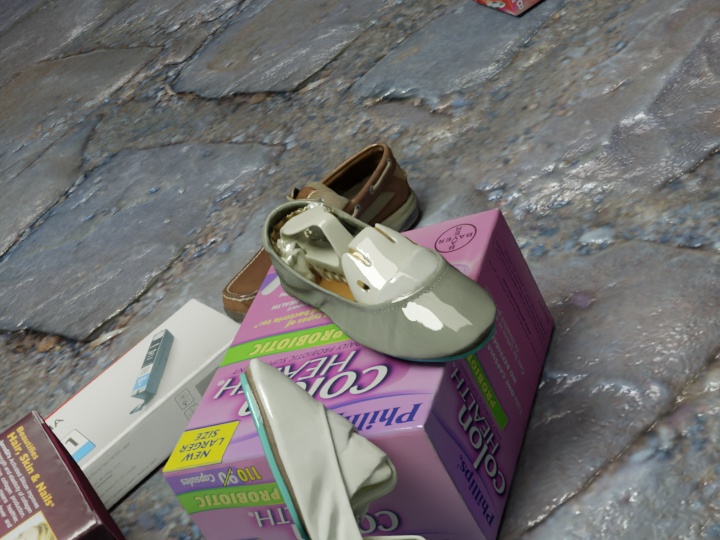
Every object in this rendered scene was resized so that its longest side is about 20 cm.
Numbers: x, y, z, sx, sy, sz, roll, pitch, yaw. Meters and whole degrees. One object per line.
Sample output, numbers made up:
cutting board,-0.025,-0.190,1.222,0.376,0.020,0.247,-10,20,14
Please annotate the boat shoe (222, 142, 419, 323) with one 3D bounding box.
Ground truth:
boat shoe,-0.036,-0.032,1.058,0.075,0.072,0.200,9,38,40

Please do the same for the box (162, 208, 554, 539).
box,0.006,0.074,0.845,0.174,0.097,0.201,-13,33,29

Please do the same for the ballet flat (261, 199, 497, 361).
ballet flat,0.000,0.000,0.800,0.067,0.064,0.199,-39,29,-18

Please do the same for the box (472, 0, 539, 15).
box,0.190,-0.346,1.361,0.199,0.096,0.100,-35,28,-9

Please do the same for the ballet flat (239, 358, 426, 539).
ballet flat,-0.001,0.132,0.699,0.069,0.202,0.070,-19,-16,-5

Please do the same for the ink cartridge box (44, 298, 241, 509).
ink cartridge box,-0.188,0.099,1.049,0.200,0.045,0.176,-41,30,-20

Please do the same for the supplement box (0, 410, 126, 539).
supplement box,-0.246,0.200,0.862,0.199,0.086,0.110,-36,48,-11
